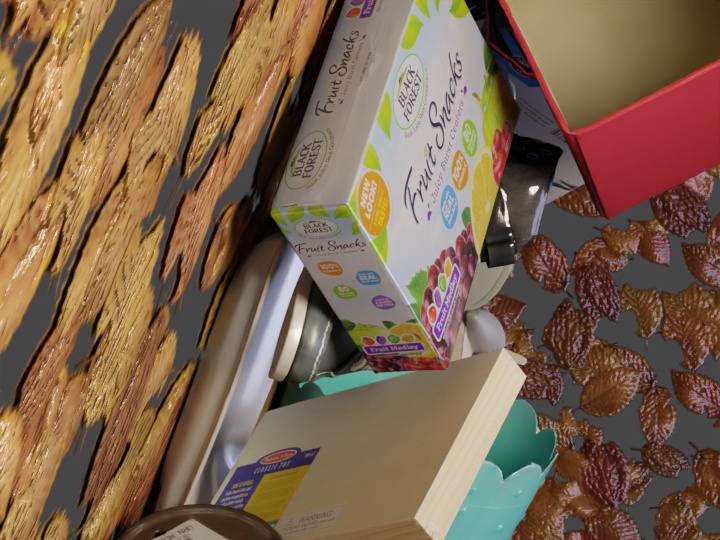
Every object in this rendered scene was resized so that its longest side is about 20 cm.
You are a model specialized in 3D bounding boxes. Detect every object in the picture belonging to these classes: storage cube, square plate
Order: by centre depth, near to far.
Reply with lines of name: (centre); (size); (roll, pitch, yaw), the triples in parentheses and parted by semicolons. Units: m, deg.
square plate: (-0.072, 0.056, 1.270); (0.200, 0.028, 0.198); (-45, 157, -79)
storage cube: (0.178, -0.162, 1.287); (0.200, 0.171, 0.180); (-27, 161, 5)

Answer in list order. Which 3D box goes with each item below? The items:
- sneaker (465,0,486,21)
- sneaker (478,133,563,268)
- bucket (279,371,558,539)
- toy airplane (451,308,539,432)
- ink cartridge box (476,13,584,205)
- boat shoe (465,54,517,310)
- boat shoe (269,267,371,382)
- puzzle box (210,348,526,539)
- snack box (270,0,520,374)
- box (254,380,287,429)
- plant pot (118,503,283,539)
sneaker: (0.073, -0.225, 1.386); (0.200, 0.074, 0.081); (-48, -126, 55)
sneaker: (0.073, -0.098, 1.356); (0.073, 0.112, 0.200); (101, -13, -84)
bucket: (0.025, 0.146, 1.489); (0.207, 0.207, 0.135); (-54, 166, -73)
toy airplane: (0.079, 0.122, 1.677); (0.199, 0.141, 0.200); (-95, -163, -70)
ink cartridge box: (0.121, -0.131, 1.525); (0.200, 0.145, 0.084); (-29, -147, 55)
boat shoe: (0.080, -0.060, 1.471); (0.062, 0.073, 0.200); (-70, 165, -49)
boat shoe: (-0.006, 0.025, 1.233); (0.200, 0.062, 0.073); (-51, 162, -76)
puzzle box: (-0.008, 0.116, 1.201); (0.200, 0.025, 0.133); (-18, -149, 43)
snack box: (0.024, -0.064, 1.179); (0.142, 0.053, 0.200); (56, 39, -41)
box: (-0.071, 0.105, 1.541); (0.163, 0.021, 0.200); (13, 99, -86)
plant pot: (-0.088, 0.235, 1.152); (0.187, 0.187, 0.200); (-61, 156, -58)
